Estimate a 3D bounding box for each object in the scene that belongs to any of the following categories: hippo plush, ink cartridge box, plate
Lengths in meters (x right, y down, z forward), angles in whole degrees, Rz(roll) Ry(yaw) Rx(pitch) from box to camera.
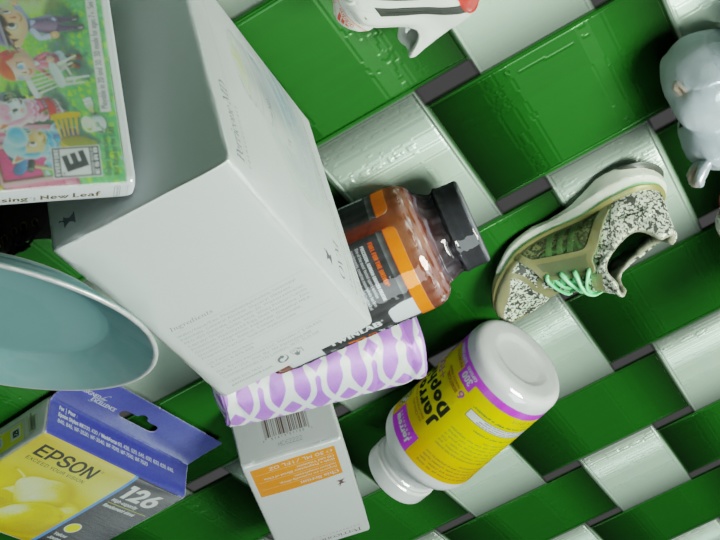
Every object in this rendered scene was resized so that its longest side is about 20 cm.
[{"bbox_3d":[0.324,-0.146,0.988,0.161,0.160,0.200,-7,137,37],"label":"hippo plush"},{"bbox_3d":[-0.264,0.192,1.205,0.200,0.047,0.198,-30,140,19],"label":"ink cartridge box"},{"bbox_3d":[-0.219,0.026,0.768,0.200,0.026,0.200,5,154,2],"label":"plate"}]

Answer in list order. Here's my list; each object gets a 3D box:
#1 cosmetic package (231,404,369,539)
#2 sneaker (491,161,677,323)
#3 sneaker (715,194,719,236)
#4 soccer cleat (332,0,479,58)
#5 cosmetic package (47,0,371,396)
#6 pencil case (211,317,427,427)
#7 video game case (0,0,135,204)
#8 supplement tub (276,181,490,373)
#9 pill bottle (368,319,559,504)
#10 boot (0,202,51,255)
[{"bbox_3d":[-0.059,0.202,1.280,0.101,0.071,0.200,-17,143,-2],"label":"cosmetic package"},{"bbox_3d":[0.194,-0.006,1.114,0.077,0.089,0.200,19,129,-39],"label":"sneaker"},{"bbox_3d":[0.413,-0.086,1.118,0.200,0.078,0.116,-20,144,-1],"label":"sneaker"},{"bbox_3d":[-0.002,-0.199,0.816,0.200,0.069,0.085,20,124,-45],"label":"soccer cleat"},{"bbox_3d":[-0.105,-0.062,0.830,0.123,0.200,0.200,-27,142,12],"label":"cosmetic package"},{"bbox_3d":[-0.040,0.077,1.122,0.200,0.086,0.084,-11,138,-8],"label":"pencil case"},{"bbox_3d":[-0.228,-0.126,0.703,0.182,0.200,0.022,-5,158,-17],"label":"video game case"},{"bbox_3d":[0.000,0.000,1.027,0.200,0.107,0.107,-24,142,7],"label":"supplement tub"},{"bbox_3d":[0.094,0.145,1.246,0.104,0.104,0.200,16,130,-36],"label":"pill bottle"},{"bbox_3d":[-0.245,-0.013,0.882,0.200,0.139,0.078,4,137,-27],"label":"boot"}]
